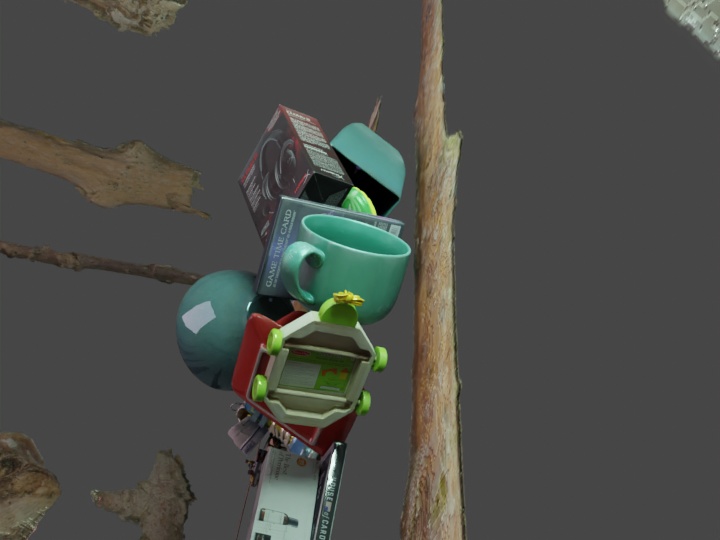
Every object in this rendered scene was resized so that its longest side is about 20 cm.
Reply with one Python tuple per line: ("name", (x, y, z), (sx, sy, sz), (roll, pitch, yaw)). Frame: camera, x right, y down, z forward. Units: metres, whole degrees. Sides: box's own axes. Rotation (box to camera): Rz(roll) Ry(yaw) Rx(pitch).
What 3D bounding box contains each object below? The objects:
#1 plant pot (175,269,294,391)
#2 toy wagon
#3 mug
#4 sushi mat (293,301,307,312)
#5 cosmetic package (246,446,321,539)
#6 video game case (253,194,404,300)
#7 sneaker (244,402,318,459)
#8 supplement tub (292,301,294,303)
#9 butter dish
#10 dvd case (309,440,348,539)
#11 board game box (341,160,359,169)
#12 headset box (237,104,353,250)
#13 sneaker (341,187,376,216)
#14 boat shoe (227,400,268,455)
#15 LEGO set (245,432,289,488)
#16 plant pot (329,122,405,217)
("plant pot", (-0.179, 0.089, 1.223), (0.134, 0.199, 0.203), (-16, 53, 48))
("toy wagon", (-0.044, 0.109, 0.947), (0.040, 0.153, 0.202), (-117, 43, -59))
("mug", (-0.034, 0.003, 0.999), (0.152, 0.183, 0.116), (-129, 51, -62))
("sushi mat", (-0.110, 0.103, 1.327), (0.095, 0.012, 0.202), (-32, 32, 45))
("cosmetic package", (-0.107, 0.342, 1.025), (0.201, 0.082, 0.051), (-84, 16, -51))
("video game case", (-0.043, -0.020, 1.083), (0.019, 0.198, 0.145), (44, 120, 59))
("sneaker", (-0.147, 0.283, 1.366), (0.080, 0.130, 0.200), (-60, 21, 7))
("supplement tub", (-0.128, 0.137, 1.580), (0.201, 0.143, 0.146), (-82, 11, -49))
("butter dish", (-0.070, 0.142, 1.118), (0.148, 0.199, 0.201), (-47, -15, -44))
("dvd case", (-0.063, 0.358, 1.059), (0.151, 0.024, 0.202), (118, 166, -56))
("board game box", (-0.066, -0.136, 1.417), (0.200, 0.104, 0.104), (-44, 23, -30))
("headset box", (-0.106, -0.139, 1.139), (0.149, 0.077, 0.201), (-54, 43, 27))
("sneaker", (-0.032, -0.025, 1.130), (0.074, 0.083, 0.203), (29, 108, 44))
("boat shoe", (-0.213, 0.283, 1.476), (0.075, 0.086, 0.202), (-48, 1, 19))
("LEGO set", (-0.169, 0.392, 1.422), (0.200, 0.114, 0.155), (-90, 19, -69))
("plant pot", (-0.010, -0.157, 1.272), (0.142, 0.141, 0.201), (-49, 10, 32))
